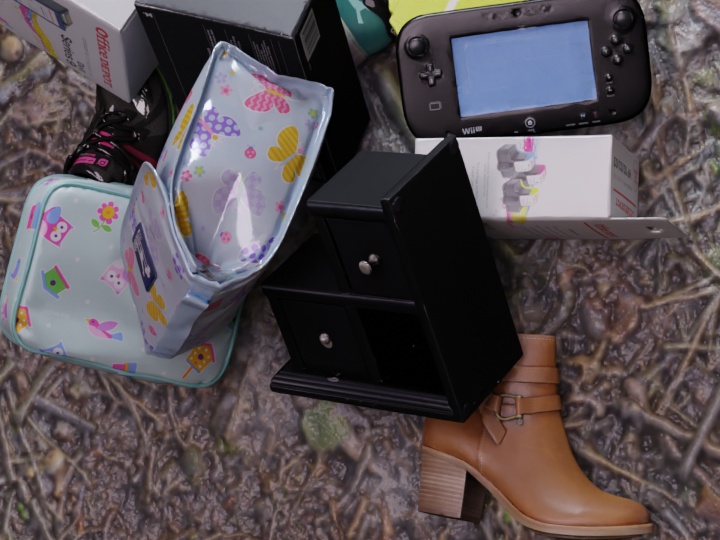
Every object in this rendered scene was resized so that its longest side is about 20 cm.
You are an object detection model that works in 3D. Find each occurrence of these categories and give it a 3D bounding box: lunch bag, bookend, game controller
[{"bbox_3d":[-0.189,0.006,1.657,0.198,0.077,0.162,14,87,-23],"label":"lunch bag"},{"bbox_3d":[-0.115,-0.046,1.544,0.126,0.170,0.201,21,66,-8],"label":"lunch bag"},{"bbox_3d":[0.000,0.000,1.546,0.197,0.092,0.201,7,127,39],"label":"bookend"},{"bbox_3d":[0.129,-0.160,1.584,0.198,0.042,0.105,-7,91,5],"label":"game controller"}]

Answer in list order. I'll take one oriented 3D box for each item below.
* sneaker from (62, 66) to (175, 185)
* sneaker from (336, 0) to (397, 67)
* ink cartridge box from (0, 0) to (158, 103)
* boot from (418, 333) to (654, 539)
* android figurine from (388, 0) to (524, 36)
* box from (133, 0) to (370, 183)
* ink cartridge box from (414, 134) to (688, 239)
[{"bbox_3d":[-0.209,-0.097,1.717,0.076,0.084,0.202,2,85,19],"label":"sneaker"},{"bbox_3d":[-0.025,-0.273,1.686,0.080,0.071,0.201,-32,82,11],"label":"sneaker"},{"bbox_3d":[-0.251,-0.246,1.657,0.199,0.145,0.088,30,73,6],"label":"ink cartridge box"},{"bbox_3d":[0.143,0.129,1.578,0.198,0.074,0.156,9,83,17],"label":"boot"},{"bbox_3d":[0.105,-0.215,1.625,0.199,0.041,0.183,27,93,5],"label":"android figurine"},{"bbox_3d":[-0.083,-0.166,1.615,0.140,0.201,0.079,12,61,18],"label":"box"},{"bbox_3d":[0.152,-0.064,1.572,0.198,0.115,0.069,1,84,18],"label":"ink cartridge box"}]
